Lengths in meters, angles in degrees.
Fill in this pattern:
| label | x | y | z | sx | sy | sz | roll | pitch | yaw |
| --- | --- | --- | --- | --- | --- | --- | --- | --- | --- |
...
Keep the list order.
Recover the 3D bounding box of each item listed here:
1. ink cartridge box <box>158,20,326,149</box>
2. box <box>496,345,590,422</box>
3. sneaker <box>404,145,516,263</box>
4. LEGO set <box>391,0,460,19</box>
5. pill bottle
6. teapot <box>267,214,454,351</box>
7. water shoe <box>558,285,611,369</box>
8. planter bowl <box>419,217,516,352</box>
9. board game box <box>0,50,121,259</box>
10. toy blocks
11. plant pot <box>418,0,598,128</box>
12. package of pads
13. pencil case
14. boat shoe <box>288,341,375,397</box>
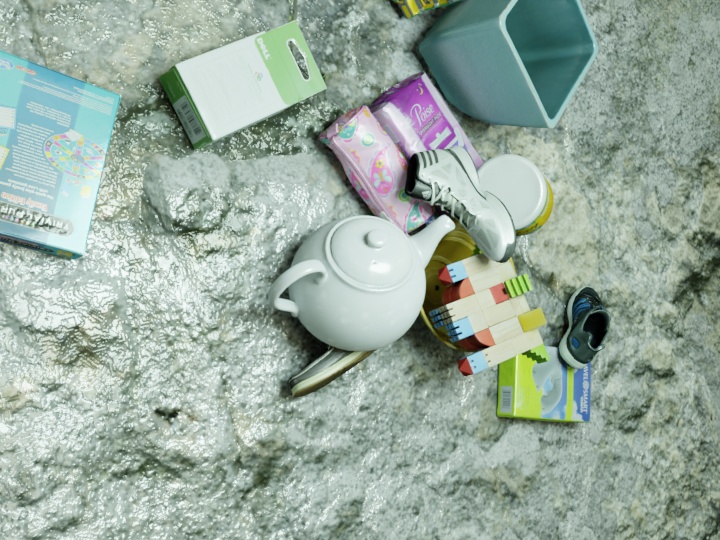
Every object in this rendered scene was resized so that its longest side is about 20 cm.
| label | x | y | z | sx | sy | sz | roll | pitch | yaw |
| --- | --- | --- | --- | --- | --- | --- | --- | --- | --- |
| ink cartridge box | -0.152 | -0.248 | 1.068 | 0.200 | 0.059 | 0.104 | -33 | 103 | -33 |
| box | 0.316 | 0.189 | 1.339 | 0.200 | 0.048 | 0.122 | 10 | 78 | -32 |
| sneaker | 0.125 | -0.087 | 1.112 | 0.115 | 0.076 | 0.201 | -9 | 57 | -30 |
| LEGO set | 0.120 | -0.492 | 1.231 | 0.200 | 0.154 | 0.116 | -51 | 125 | -23 |
| pill bottle | 0.239 | -0.111 | 1.242 | 0.200 | 0.113 | 0.113 | 3 | 80 | -72 |
| teapot | 0.000 | 0.000 | 1.051 | 0.197 | 0.146 | 0.200 | 20 | 54 | -1 |
| water shoe | 0.394 | 0.087 | 1.355 | 0.071 | 0.079 | 0.200 | 39 | 42 | -8 |
| planter bowl | 0.137 | 0.024 | 1.216 | 0.200 | 0.083 | 0.201 | 4 | 82 | -34 |
| board game box | -0.371 | -0.129 | 0.910 | 0.151 | 0.047 | 0.200 | 17 | 75 | -32 |
| toy blocks | 0.164 | 0.059 | 1.131 | 0.137 | 0.100 | 0.200 | -19 | 84 | -26 |
| plant pot | 0.211 | -0.344 | 1.235 | 0.196 | 0.200 | 0.196 | 53 | 57 | -33 |
| package of pads | 0.100 | -0.189 | 1.224 | 0.121 | 0.076 | 0.200 | -47 | 109 | -33 |
| pencil case | 0.027 | -0.137 | 1.161 | 0.087 | 0.087 | 0.200 | -45 | 110 | -30 |
| boat shoe | -0.025 | 0.104 | 1.110 | 0.200 | 0.073 | 0.065 | -30 | 80 | -31 |
